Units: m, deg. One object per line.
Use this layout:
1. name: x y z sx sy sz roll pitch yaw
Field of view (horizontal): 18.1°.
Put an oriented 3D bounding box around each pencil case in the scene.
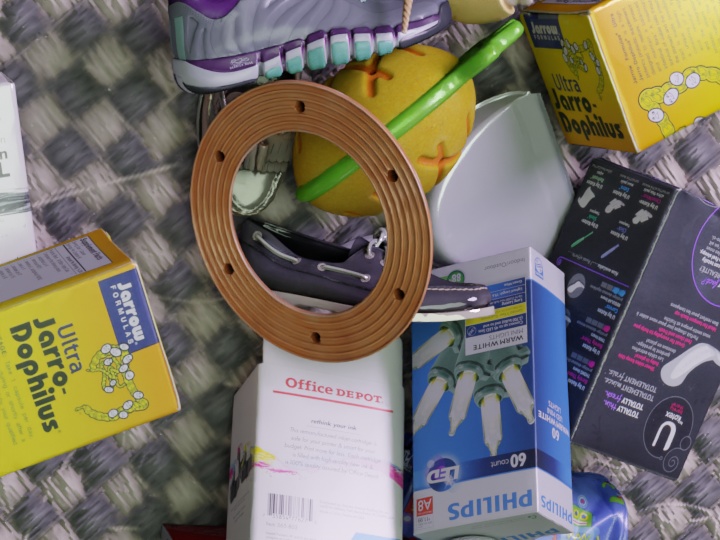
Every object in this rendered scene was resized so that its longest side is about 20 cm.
1. pencil case: 0.107 0.176 1.702 0.199 0.078 0.087 16 89 -18

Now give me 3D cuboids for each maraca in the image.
1. maraca: 0.034 -0.112 1.595 0.200 0.137 0.107 -38 99 6

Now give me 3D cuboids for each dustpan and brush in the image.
1. dustpan and brush: 0.057 -0.038 1.669 0.199 0.057 0.140 -30 118 -15

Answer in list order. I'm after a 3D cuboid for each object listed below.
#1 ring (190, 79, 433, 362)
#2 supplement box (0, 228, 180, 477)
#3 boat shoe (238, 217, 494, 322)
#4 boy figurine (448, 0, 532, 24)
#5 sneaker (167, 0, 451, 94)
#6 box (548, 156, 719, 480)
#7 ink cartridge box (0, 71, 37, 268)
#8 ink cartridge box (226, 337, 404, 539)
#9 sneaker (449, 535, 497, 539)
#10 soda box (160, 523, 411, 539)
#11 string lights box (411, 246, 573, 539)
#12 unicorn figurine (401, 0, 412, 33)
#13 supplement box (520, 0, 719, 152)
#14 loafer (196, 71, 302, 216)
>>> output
1. ring: -0.033 -0.034 1.553 0.019 0.199 0.202 -30 112 -53
2. supplement box: -0.235 0.064 1.483 0.199 0.109 0.110 -20 108 -12
3. boat shoe: 0.000 0.000 1.610 0.199 0.073 0.063 7 94 17
4. boy figurine: 0.092 -0.225 1.614 0.199 0.125 0.065 -14 132 15
5. sneaker: -0.036 -0.182 1.538 0.199 0.074 0.088 -14 101 -12
6. box: 0.204 0.035 1.676 0.122 0.106 0.201 22 93 -35
7. ink cartridge box: -0.299 -0.029 1.547 0.144 0.084 0.201 -9 103 -15
8. ink cartridge box: -0.032 0.140 1.635 0.114 0.068 0.201 11 61 -17
9. sneaker: 0.066 0.285 1.609 0.075 0.114 0.201 7 134 -18
10. soda box: -0.049 0.231 1.675 0.199 0.063 0.070 3 99 -16
11. string lights box: 0.093 0.094 1.618 0.059 0.102 0.201 35 48 -51
12. unicorn figurine: 0.022 -0.282 1.523 0.200 0.074 0.138 49 123 16
13. supplement box: 0.238 -0.178 1.639 0.199 0.109 0.110 -27 106 -17
14. loafer: -0.073 -0.135 1.604 0.071 0.063 0.201 6 98 -17
